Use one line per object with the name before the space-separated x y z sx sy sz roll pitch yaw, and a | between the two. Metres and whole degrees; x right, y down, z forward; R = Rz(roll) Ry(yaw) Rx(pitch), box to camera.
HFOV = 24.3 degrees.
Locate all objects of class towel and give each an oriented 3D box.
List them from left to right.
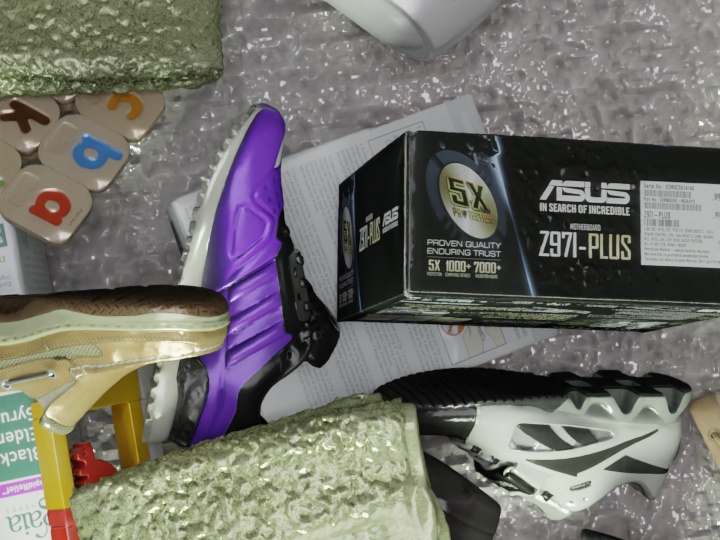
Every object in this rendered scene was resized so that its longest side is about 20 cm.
towel | -0.179 -0.170 0.990 0.198 0.037 0.150 0 65 -5
towel | -0.050 0.157 0.903 0.198 0.036 0.150 -15 87 5

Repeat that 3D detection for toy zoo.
toy zoo | -0.124 0.135 0.978 0.130 0.020 0.202 -9 89 -45

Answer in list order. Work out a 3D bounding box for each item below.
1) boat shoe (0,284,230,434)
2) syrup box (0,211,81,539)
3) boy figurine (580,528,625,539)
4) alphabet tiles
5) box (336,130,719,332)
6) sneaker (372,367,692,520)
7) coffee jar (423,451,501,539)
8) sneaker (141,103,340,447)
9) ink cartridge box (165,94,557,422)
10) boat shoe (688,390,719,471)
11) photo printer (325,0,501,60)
boat shoe | -0.158 0.050 0.903 0.198 0.072 0.077 -3 92 25
syrup box | -0.217 0.070 0.990 0.078 0.081 0.202 -11 87 0
boy figurine | 0.129 0.253 0.971 0.123 0.064 0.202 20 85 -3
alphabet tiles | -0.223 -0.100 0.981 0.194 0.015 0.201 27 62 10
box | 0.099 -0.016 0.933 0.198 0.164 0.087 2 83 -12
sneaker | 0.100 0.105 0.983 0.198 0.074 0.090 4 101 -16
coffee jar | -0.004 0.198 0.972 0.104 0.085 0.201 27 87 31
sneaker | -0.056 0.010 0.953 0.098 0.070 0.202 15 92 -6
ink cartridge box | 0.000 0.000 1.020 0.198 0.050 0.164 -20 88 -14
boat shoe | 0.249 0.167 1.002 0.064 0.071 0.202 -16 84 9
photo printer | 0.014 -0.233 0.992 0.199 0.069 0.167 36 74 0
